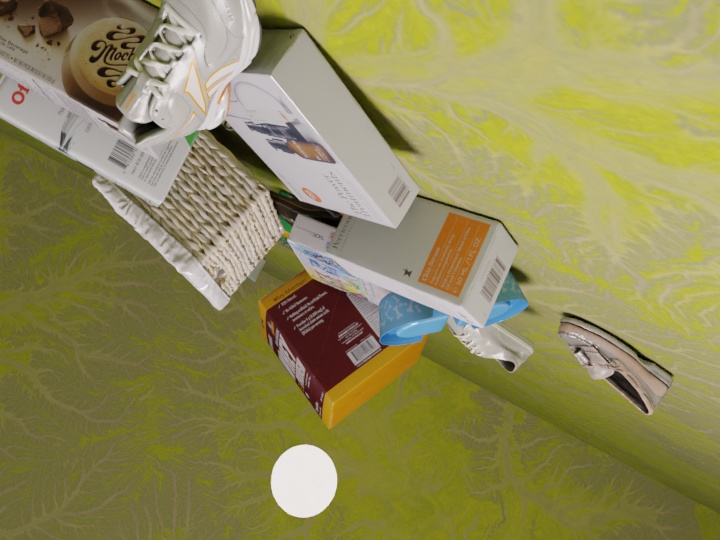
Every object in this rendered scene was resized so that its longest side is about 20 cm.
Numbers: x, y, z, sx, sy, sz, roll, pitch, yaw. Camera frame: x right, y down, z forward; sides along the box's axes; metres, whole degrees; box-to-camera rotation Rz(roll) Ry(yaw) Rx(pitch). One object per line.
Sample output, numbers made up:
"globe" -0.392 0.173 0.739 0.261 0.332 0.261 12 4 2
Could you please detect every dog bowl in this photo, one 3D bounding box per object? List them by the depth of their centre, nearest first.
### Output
"dog bowl" 0.113 0.044 0.934 0.194 0.051 0.112 -11 161 -6

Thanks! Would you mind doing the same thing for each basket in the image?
"basket" -0.227 -0.082 1.025 0.199 0.161 0.199 42 169 12

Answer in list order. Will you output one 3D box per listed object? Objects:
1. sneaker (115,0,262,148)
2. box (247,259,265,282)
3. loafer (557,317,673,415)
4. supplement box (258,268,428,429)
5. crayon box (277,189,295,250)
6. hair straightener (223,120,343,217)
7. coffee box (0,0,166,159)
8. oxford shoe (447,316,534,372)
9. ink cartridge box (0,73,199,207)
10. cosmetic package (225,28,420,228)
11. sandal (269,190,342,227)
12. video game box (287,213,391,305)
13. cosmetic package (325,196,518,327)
"sneaker" -0.136 -0.151 0.543 0.076 0.092 0.200 48 151 6
"box" -0.369 -0.029 2.371 0.048 0.084 0.200 25 171 14
"loafer" 0.351 0.135 1.023 0.197 0.064 0.072 30 171 -16
"supplement box" -0.030 0.099 1.182 0.201 0.195 0.134 50 159 19
"crayon box" -0.091 -0.064 1.272 0.117 0.059 0.200 27 172 4
"hair straightener" -0.090 -0.128 0.915 0.198 0.042 0.076 32 171 -29
"coffee box" -0.259 -0.210 0.699 0.197 0.115 0.080 28 172 -3
"oxford shoe" 0.164 0.087 1.049 0.197 0.059 0.075 32 173 -19
"ink cartridge box" -0.275 -0.184 0.807 0.197 0.149 0.083 30 173 -17
"cosmetic package" -0.054 -0.128 0.667 0.149 0.052 0.200 23 162 46
"sandal" -0.054 -0.086 1.032 0.196 0.056 0.082 12 155 35
"video game box" 0.000 0.000 1.035 0.178 0.048 0.200 20 168 10
"cosmetic package" 0.067 -0.023 0.839 0.197 0.103 0.071 21 170 36
